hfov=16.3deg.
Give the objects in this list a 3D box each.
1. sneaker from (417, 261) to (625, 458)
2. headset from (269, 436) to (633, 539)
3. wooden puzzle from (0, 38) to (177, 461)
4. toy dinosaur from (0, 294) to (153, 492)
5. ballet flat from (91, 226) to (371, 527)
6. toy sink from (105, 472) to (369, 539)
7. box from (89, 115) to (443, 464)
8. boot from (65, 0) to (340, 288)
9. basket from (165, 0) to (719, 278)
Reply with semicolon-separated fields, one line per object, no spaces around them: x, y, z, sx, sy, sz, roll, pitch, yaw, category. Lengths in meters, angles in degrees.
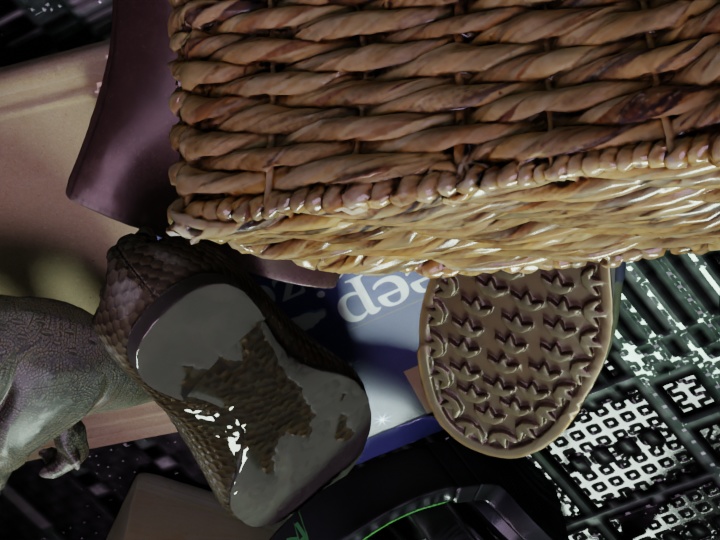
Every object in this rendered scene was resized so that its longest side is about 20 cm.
0.072;-0.033;0.846;0.067;0.090;0.200;20;133;15;sneaker
0.047;0.127;0.975;0.200;0.094;0.124;-2;130;-40;headset
-0.126;-0.002;0.944;0.200;0.037;0.185;-15;130;14;wooden puzzle
-0.136;0.040;0.908;0.200;0.077;0.102;16;137;-9;toy dinosaur
-0.046;0.036;0.857;0.067;0.046;0.200;-44;153;-3;ballet flat
-0.071;0.203;1.079;0.130;0.112;0.200;19;133;-11;toy sink
0.000;0.000;0.911;0.121;0.032;0.200;-23;130;7;box
-0.058;-0.092;0.781;0.200;0.072;0.167;22;108;-20;boot
0.058;-0.081;0.687;0.200;0.149;0.143;-8;169;33;basket
